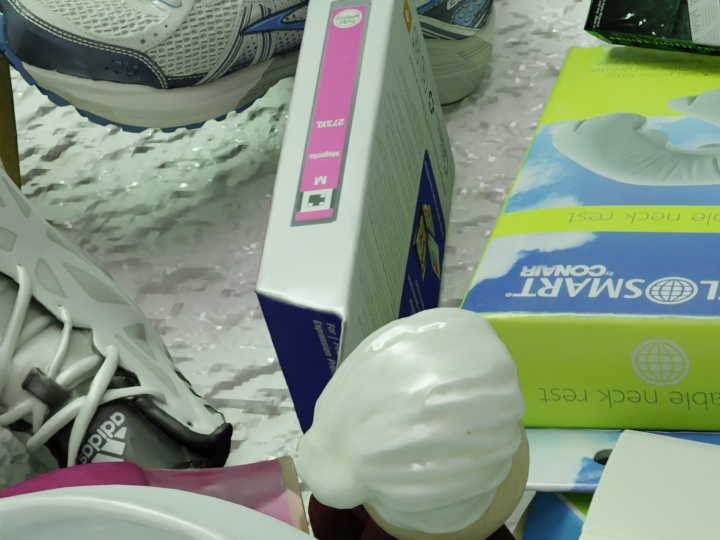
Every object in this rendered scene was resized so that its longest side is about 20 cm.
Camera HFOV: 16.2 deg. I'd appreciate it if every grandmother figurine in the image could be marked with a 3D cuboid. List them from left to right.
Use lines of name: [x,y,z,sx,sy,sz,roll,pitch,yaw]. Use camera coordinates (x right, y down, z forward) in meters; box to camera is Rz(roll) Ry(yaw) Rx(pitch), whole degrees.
grandmother figurine: [0.024,0.090,0.609,0.060,0.200,0.121,-34,46,-27]

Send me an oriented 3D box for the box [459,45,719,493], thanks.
box: [0.104,-0.007,0.777,0.122,0.048,0.200,0,31,17]

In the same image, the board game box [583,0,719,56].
board game box: [0.145,-0.167,0.832,0.105,0.023,0.201,11,83,34]

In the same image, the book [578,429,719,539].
book: [0.128,0.121,0.546,0.133,0.200,0.048,7,46,25]

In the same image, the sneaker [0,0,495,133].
sneaker: [-0.035,-0.106,0.869,0.199,0.085,0.077,-9,47,-32]

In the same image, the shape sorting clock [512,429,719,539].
shape sorting clock: [0.136,0.083,0.703,0.199,0.039,0.200,-8,32,5]

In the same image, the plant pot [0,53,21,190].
plant pot: [-0.232,-0.082,0.828,0.199,0.200,0.177,8,90,25]

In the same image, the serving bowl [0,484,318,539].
serving bowl: [-0.034,0.139,0.568,0.200,0.201,0.066,12,17,28]

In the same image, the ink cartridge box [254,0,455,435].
ink cartridge box: [0.000,0.000,0.794,0.037,0.095,0.200,-6,43,11]

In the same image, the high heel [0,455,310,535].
high heel: [-0.050,0.142,0.656,0.096,0.068,0.200,-8,55,-6]

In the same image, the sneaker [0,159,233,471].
sneaker: [-0.097,0.015,0.741,0.115,0.200,0.076,37,88,36]
